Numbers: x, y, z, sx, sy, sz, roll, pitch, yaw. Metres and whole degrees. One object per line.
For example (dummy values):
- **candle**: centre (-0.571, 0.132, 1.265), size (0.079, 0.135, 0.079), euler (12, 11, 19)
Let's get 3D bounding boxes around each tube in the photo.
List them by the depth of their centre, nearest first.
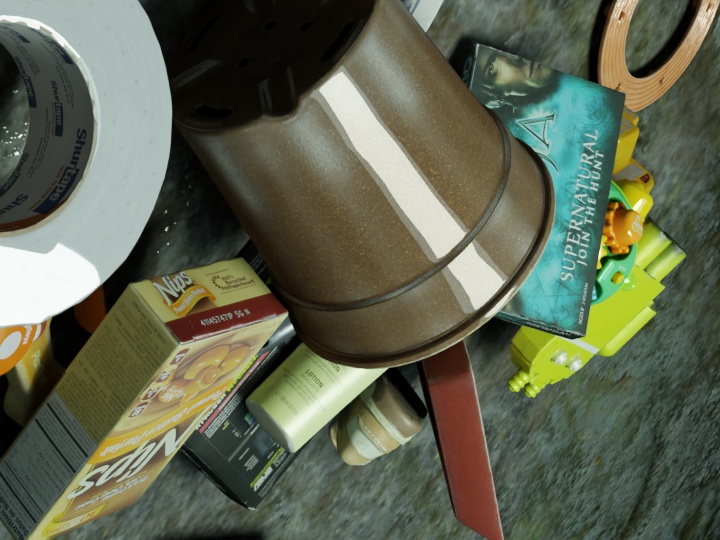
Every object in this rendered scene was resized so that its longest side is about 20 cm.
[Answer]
- **tube**: centre (0.004, 0.044, 1.109), size (0.200, 0.052, 0.058), euler (-42, 124, -18)

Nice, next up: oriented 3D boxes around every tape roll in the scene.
- **tape roll**: centre (-0.192, -0.073, 0.771), size (0.199, 0.066, 0.202), euler (-10, 105, -42)

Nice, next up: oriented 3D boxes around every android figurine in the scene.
- **android figurine**: centre (0.211, 0.040, 1.416), size (0.200, 0.041, 0.182), euler (-46, 155, 8)

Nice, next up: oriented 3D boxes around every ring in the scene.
- **ring**: centre (0.272, -0.238, 1.407), size (0.200, 0.019, 0.201), euler (-35, 142, -34)

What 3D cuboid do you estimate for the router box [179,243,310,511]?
- **router box**: centre (-0.064, 0.063, 1.147), size (0.200, 0.062, 0.150), euler (-50, 149, -12)

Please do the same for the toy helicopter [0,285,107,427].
- **toy helicopter**: centre (-0.199, 0.028, 0.933), size (0.132, 0.079, 0.200), euler (-49, 160, -28)

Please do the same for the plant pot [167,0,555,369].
- **plant pot**: centre (-0.009, -0.078, 0.966), size (0.200, 0.200, 0.198), euler (-49, 129, -14)

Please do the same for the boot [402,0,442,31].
- **boot**: centre (0.027, -0.228, 1.021), size (0.200, 0.090, 0.073), euler (119, -7, -63)

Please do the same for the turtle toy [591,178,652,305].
- **turtle toy**: centre (0.146, -0.038, 1.270), size (0.146, 0.199, 0.101), euler (-57, -173, 8)

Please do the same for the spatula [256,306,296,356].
- **spatula**: centre (0.000, 0.000, 1.086), size (0.199, 0.021, 0.057), euler (-34, 107, -19)

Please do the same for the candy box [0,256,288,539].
- **candy box**: centre (-0.145, 0.084, 0.988), size (0.200, 0.055, 0.115), euler (-51, 161, 28)

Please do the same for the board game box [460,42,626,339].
- **board game box**: centre (0.126, -0.060, 1.193), size (0.134, 0.028, 0.201), euler (15, 76, -18)

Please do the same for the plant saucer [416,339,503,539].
- **plant saucer**: centre (0.068, 0.090, 1.254), size (0.036, 0.201, 0.200), euler (-14, 129, 0)

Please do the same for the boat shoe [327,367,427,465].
- **boat shoe**: centre (0.005, 0.115, 1.251), size (0.076, 0.072, 0.200), euler (-42, 177, 5)

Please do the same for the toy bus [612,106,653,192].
- **toy bus**: centre (0.199, -0.053, 1.389), size (0.065, 0.078, 0.201), euler (-29, 154, -39)
